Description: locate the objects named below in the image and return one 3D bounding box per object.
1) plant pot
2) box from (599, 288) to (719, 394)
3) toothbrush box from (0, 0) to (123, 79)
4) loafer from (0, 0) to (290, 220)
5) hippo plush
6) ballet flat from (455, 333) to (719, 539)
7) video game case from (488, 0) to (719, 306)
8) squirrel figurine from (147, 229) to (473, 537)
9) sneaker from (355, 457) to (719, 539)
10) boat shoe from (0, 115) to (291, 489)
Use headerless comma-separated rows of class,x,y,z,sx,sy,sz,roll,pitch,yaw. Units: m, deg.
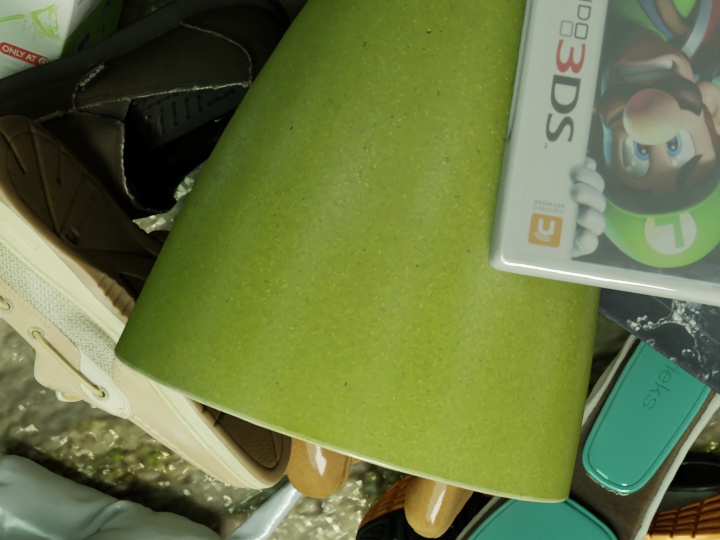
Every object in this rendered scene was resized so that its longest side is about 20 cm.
plant pot,0.023,-0.034,1.109,0.187,0.187,0.200,18,93,10
box,0.232,-0.025,1.164,0.197,0.117,0.200,34,127,-1
toothbrush box,-0.196,-0.100,1.302,0.145,0.086,0.200,23,124,6
loafer,-0.115,-0.052,1.223,0.200,0.071,0.073,-32,132,8
hippo plush,-0.140,0.199,1.413,0.200,0.161,0.160,6,121,18
ballet flat,0.099,0.104,1.267,0.069,0.069,0.200,38,82,-4
video game case,0.158,-0.075,1.041,0.200,0.023,0.182,9,85,-6
squirrel figurine,0.000,0.000,1.278,0.186,0.141,0.200,23,112,19
sneaker,0.095,0.145,1.347,0.200,0.076,0.092,0,124,22
boat shoe,-0.108,0.022,1.201,0.065,0.072,0.200,-30,116,31
